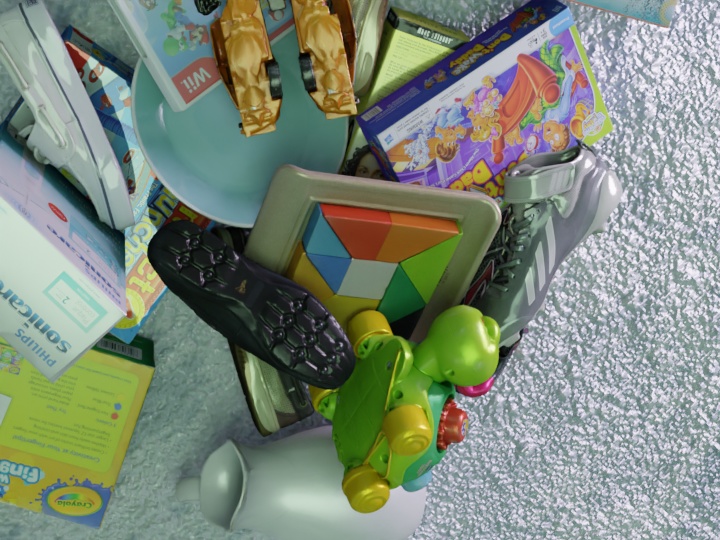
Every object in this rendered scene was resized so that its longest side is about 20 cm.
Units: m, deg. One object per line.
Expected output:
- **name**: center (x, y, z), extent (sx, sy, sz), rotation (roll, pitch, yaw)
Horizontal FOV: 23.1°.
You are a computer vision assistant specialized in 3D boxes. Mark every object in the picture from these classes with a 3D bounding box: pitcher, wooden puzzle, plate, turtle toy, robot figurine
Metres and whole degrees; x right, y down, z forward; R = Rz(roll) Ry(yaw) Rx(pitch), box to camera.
- **pitcher**: center (-0.057, 0.202, 1.616), extent (0.198, 0.171, 0.122), rotation (6, 81, -29)
- **wooden puzzle**: center (0.000, 0.000, 1.497), extent (0.198, 0.037, 0.186), rotation (10, 131, -19)
- **plate**: center (-0.104, -0.133, 1.497), extent (0.198, 0.026, 0.202), rotation (6, 77, -25)
- **turtle toy**: center (0.043, 0.108, 1.497), extent (0.100, 0.146, 0.201), rotation (9, 131, -32)
- **robot figurine**: center (-0.070, -0.217, 1.442), extent (0.144, 0.058, 0.202), rotation (-11, 96, -1)

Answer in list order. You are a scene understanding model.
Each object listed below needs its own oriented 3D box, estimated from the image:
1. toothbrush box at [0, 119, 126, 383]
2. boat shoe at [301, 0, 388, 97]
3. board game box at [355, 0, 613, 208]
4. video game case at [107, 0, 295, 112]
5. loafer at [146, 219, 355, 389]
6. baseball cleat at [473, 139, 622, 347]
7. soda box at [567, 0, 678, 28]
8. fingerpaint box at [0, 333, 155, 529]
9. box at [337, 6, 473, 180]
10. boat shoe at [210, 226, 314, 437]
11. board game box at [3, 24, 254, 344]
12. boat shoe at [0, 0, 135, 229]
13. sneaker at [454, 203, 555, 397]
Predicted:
- **toothbrush box**: center (-0.265, -0.019, 1.403), extent (0.085, 0.200, 0.146), rotation (-42, 108, 8)
- **boat shoe**: center (-0.006, -0.250, 1.485), extent (0.064, 0.072, 0.202), rotation (11, 106, -5)
- **board game box**: center (0.110, -0.126, 1.517), extent (0.199, 0.045, 0.135), rotation (-35, 126, -9)
- **video game case**: center (-0.149, -0.253, 1.452), extent (0.143, 0.017, 0.201), rotation (-40, 111, -27)
- **loafer**: center (-0.091, 0.029, 1.466), extent (0.200, 0.070, 0.068), rotation (37, 75, -9)
- **baseball cleat**: center (0.138, -0.026, 1.521), extent (0.106, 0.070, 0.200), rotation (44, 79, -28)
- **soda box**: center (0.175, -0.266, 1.504), extent (0.198, 0.068, 0.064), rotation (14, 107, -11)
- **fingerpaint box**: center (-0.302, 0.120, 1.574), extent (0.198, 0.073, 0.168), rotation (17, 105, -12)
- **box**: center (0.028, -0.123, 1.545), extent (0.075, 0.050, 0.201), rotation (16, 106, -13)
- **boat shoe**: center (-0.087, 0.050, 1.584), extent (0.065, 0.072, 0.203), rotation (-17, 110, -13)
- **board game box**: center (-0.227, -0.072, 1.526), extent (0.195, 0.056, 0.201), rotation (33, 102, -16)
- **boat shoe**: center (-0.247, -0.119, 1.436), extent (0.065, 0.072, 0.201), rotation (-25, 109, -6)
- **sneaker**: center (0.134, 0.023, 1.597), extent (0.080, 0.075, 0.201), rotation (17, 106, -13)
